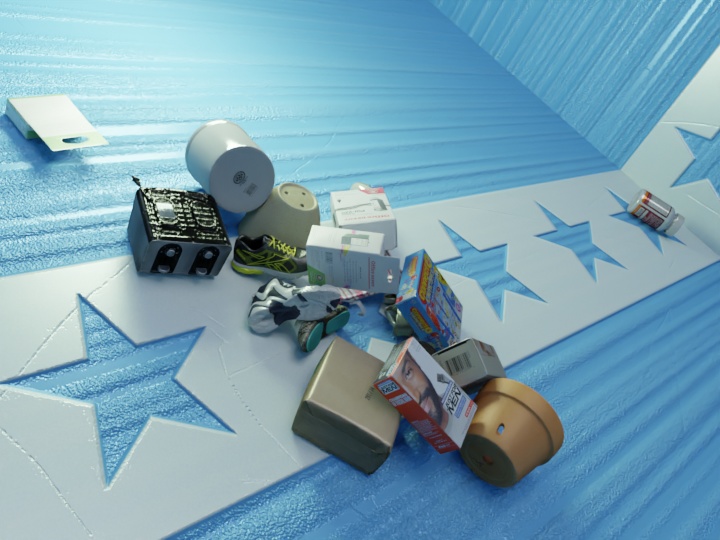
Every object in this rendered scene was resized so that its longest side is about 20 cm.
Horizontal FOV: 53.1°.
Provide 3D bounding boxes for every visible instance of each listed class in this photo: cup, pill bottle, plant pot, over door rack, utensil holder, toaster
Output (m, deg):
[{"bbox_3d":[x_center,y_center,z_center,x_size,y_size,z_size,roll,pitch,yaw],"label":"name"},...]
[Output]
[{"bbox_3d":[-0.173,-0.120,1.699,0.198,0.144,0.201,19,37,-16],"label":"cup"},{"bbox_3d":[1.171,-0.227,2.855,0.199,0.110,0.110,34,35,3],"label":"pill bottle"},{"bbox_3d":[0.293,0.342,1.466,0.200,0.201,0.140,40,52,13],"label":"plant pot"},{"bbox_3d":[-0.042,0.013,1.607,0.198,0.067,0.148,13,44,32],"label":"over door rack"},{"bbox_3d":[-0.304,-0.243,1.674,0.168,0.172,0.200,7,21,-30],"label":"utensil holder"},{"bbox_3d":[-0.388,-0.085,1.516,0.179,0.119,0.201,3,44,-35],"label":"toaster"}]

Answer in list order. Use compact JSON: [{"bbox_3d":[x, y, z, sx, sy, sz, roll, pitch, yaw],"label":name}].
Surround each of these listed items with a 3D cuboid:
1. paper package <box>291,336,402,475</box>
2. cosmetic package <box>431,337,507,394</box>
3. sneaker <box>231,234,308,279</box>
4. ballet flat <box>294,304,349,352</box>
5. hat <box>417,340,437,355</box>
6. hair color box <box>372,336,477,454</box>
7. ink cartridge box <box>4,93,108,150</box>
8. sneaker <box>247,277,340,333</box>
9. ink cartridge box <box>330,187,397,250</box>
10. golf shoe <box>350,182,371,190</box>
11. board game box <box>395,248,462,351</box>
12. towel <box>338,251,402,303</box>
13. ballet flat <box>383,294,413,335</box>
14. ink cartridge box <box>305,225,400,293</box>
[{"bbox_3d":[-0.015,0.258,1.397,0.189,0.104,0.201,30,36,-2],"label":"paper package"},{"bbox_3d":[0.239,0.210,1.559,0.200,0.103,0.088,28,38,-65],"label":"cosmetic package"},{"bbox_3d":[-0.187,-0.035,1.590,0.197,0.085,0.075,0,39,-6],"label":"sneaker"},{"bbox_3d":[-0.097,0.119,1.548,0.075,0.069,0.200,19,25,21],"label":"ballet flat"},{"bbox_3d":[0.131,0.247,1.523,0.201,0.080,0.202,47,25,-30],"label":"hat"},{"bbox_3d":[0.127,0.240,1.381,0.200,0.064,0.111,46,46,-12],"label":"hair color box"},{"bbox_3d":[-0.691,-0.325,1.641,0.200,0.048,0.145,46,38,19],"label":"ink cartridge box"},{"bbox_3d":[-0.144,0.052,1.524,0.197,0.080,0.130,-23,35,3],"label":"sneaker"},{"bbox_3d":[0.005,-0.127,1.797,0.144,0.086,0.201,-6,32,-6],"label":"ink cartridge box"},{"bbox_3d":[0.003,-0.167,1.949,0.096,0.079,0.201,-5,47,-32],"label":"golf shoe"},{"bbox_3d":[0.167,0.083,1.705,0.196,0.055,0.201,54,28,-24],"label":"board game box"},{"bbox_3d":[0.000,0.000,1.724,0.198,0.030,0.147,-16,51,-22],"label":"towel"},{"bbox_3d":[0.086,0.077,1.727,0.063,0.068,0.201,-6,41,-3],"label":"ballet flat"},{"bbox_3d":[-0.010,-0.021,1.519,0.197,0.118,0.068,8,46,8],"label":"ink cartridge box"}]
